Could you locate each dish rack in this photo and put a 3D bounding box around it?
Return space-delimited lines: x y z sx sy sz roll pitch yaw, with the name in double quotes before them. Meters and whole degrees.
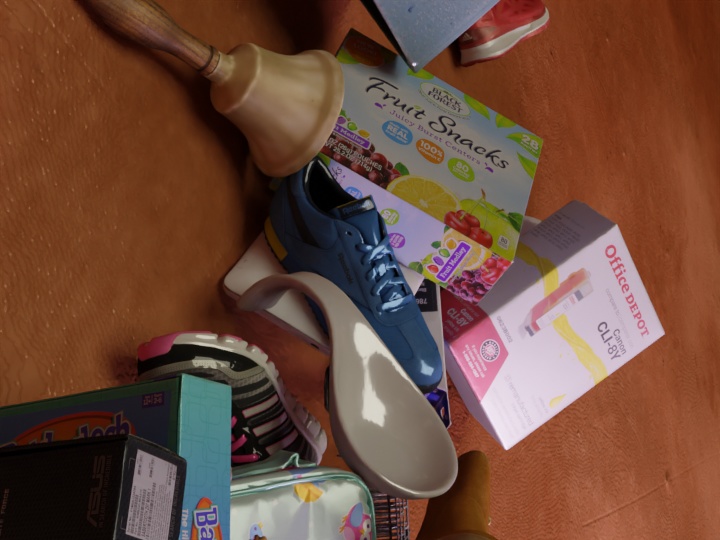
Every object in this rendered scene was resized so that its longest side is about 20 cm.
"dish rack" 0.013 0.172 0.963 0.153 0.054 0.203 8 78 -81

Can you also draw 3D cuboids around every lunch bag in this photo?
"lunch bag" -0.078 0.196 0.747 0.198 0.077 0.163 -3 87 -40

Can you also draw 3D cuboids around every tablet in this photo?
"tablet" -0.015 -0.008 0.971 0.129 0.014 0.201 31 39 2

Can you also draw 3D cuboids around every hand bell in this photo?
"hand bell" -0.115 -0.152 0.874 0.199 0.103 0.106 25 58 -41

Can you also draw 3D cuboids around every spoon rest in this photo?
"spoon rest" -0.006 0.072 0.829 0.099 0.061 0.200 -9 51 -51

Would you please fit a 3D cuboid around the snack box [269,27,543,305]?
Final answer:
"snack box" 0.043 -0.090 1.023 0.198 0.068 0.170 30 43 -7

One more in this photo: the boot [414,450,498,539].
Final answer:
"boot" 0.063 0.175 0.819 0.202 0.070 0.145 111 2 -50

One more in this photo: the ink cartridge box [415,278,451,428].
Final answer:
"ink cartridge box" 0.051 0.043 1.084 0.100 0.039 0.203 98 -12 -75

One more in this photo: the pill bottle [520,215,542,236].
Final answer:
"pill bottle" 0.205 0.011 1.338 0.199 0.112 0.115 16 67 -58

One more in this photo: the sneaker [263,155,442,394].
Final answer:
"sneaker" 0.000 0.000 0.900 0.065 0.079 0.201 -13 56 -43

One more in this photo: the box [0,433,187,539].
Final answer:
"box" -0.165 0.185 0.572 0.051 0.156 0.203 36 52 -49

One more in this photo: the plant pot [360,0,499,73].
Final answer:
"plant pot" 0.057 -0.330 1.028 0.197 0.199 0.196 55 4 -37

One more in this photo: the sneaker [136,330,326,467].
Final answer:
"sneaker" -0.083 0.114 0.827 0.200 0.073 0.088 52 33 -48

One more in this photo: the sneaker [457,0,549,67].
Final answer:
"sneaker" 0.156 -0.317 1.399 0.200 0.077 0.117 -49 124 -56

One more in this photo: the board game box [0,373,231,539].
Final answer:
"board game box" -0.137 0.165 0.634 0.045 0.150 0.203 21 63 -54

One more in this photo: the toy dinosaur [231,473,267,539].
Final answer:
"toy dinosaur" -0.063 0.200 0.642 0.106 0.060 0.201 55 9 -53

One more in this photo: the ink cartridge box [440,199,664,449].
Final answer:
"ink cartridge box" 0.175 0.050 1.182 0.146 0.199 0.083 59 -8 -29
